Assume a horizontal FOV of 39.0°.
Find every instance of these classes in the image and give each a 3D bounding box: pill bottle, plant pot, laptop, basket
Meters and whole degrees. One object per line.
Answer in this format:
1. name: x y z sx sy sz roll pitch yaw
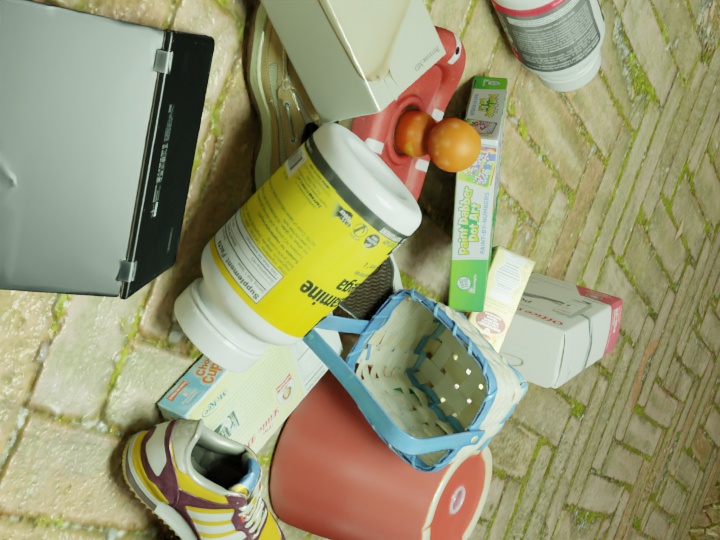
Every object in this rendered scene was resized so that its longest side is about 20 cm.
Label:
1. pill bottle: 0.217 -0.292 1.159 0.111 0.110 0.200 -63 148 -12
2. pill bottle: -0.055 -0.013 0.827 0.200 0.113 0.112 -44 152 14
3. plant pot: 0.032 0.216 1.090 0.200 0.176 0.202 -34 133 -45
4. laptop: -0.195 -0.087 0.721 0.200 0.115 0.189 -63 167 -78
5. basket: 0.052 0.106 0.962 0.199 0.176 0.139 14 117 -49

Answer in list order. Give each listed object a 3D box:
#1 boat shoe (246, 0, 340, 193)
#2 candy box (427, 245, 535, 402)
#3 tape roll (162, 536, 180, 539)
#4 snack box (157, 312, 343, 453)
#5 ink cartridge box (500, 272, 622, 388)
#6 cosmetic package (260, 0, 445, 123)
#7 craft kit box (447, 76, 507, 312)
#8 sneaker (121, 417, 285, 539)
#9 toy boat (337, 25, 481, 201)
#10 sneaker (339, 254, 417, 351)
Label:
1. boat shoe: -0.047 -0.141 0.860 0.072 0.076 0.201 -34 134 -44
2. candy box: 0.141 0.073 1.249 0.115 0.055 0.201 152 -39 -83
3. tape roll: -0.157 0.346 0.919 0.200 0.066 0.202 2 87 -59
4. snack box: -0.096 0.098 0.954 0.200 0.037 0.117 -48 141 -33
5. ink cartridge box: 0.250 0.077 1.384 0.199 0.146 0.083 -18 121 -53
6. cosmetic package: -0.023 -0.229 0.787 0.104 0.073 0.201 -46 119 -34
7. craft kit box: 0.131 -0.089 1.127 0.198 0.048 0.201 -65 159 -58
8. sneaker: -0.111 0.201 0.872 0.200 0.090 0.075 48 35 -33
9. toy boat: 0.057 -0.133 0.977 0.130 0.130 0.201 8 100 -59
10. sneaker: 0.000 0.000 1.026 0.072 0.085 0.201 -22 140 2
